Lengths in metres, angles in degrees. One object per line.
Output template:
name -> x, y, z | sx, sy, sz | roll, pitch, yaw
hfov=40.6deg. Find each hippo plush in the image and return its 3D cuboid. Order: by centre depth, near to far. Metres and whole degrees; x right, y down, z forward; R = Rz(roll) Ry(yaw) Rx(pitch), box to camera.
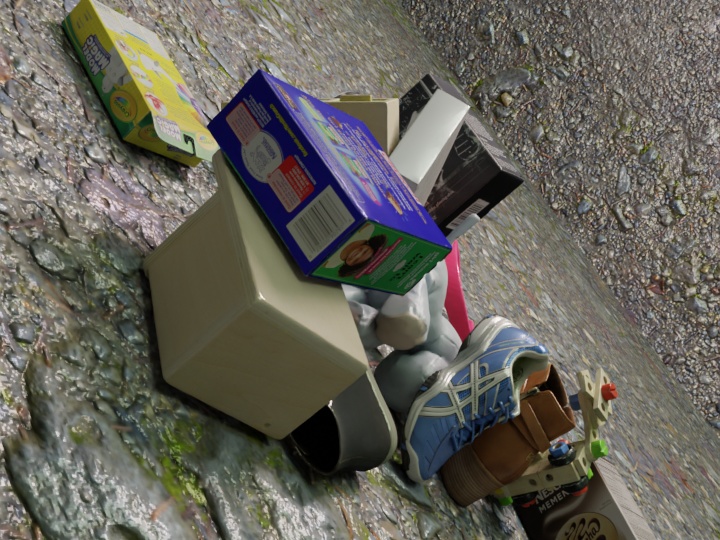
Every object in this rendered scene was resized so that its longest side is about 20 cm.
hippo plush -> 0.038, 0.059, 1.047 | 0.200, 0.158, 0.162 | -56, 139, -41

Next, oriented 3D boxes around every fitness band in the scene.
fitness band -> 0.129, 0.035, 1.325 | 0.200, 0.037, 0.145 | -73, 154, -75

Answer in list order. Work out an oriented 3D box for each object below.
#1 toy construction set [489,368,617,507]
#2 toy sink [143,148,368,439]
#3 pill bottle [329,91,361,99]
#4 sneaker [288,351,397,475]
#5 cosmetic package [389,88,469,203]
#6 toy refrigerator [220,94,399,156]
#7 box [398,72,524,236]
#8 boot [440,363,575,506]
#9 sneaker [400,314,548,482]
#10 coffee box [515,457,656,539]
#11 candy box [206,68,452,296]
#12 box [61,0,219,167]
toy construction set -> 0.208, 0.196, 1.087 | 0.092, 0.200, 0.131 | 49, 33, -1
toy sink -> -0.096, 0.018, 0.812 | 0.130, 0.112, 0.201 | 36, 23, -40
pill bottle -> 0.012, -0.156, 1.430 | 0.201, 0.106, 0.106 | 56, 19, 16
sneaker -> -0.043, 0.085, 0.861 | 0.201, 0.075, 0.106 | 57, 17, 18
cosmetic package -> 0.055, -0.102, 1.193 | 0.051, 0.200, 0.151 | 28, 54, 4
toy refrigerator -> -0.058, -0.172, 1.146 | 0.076, 0.198, 0.071 | -44, 135, -72
box -> 0.109, -0.158, 1.513 | 0.197, 0.200, 0.124 | 56, 20, 19
boot -> 0.143, 0.142, 1.064 | 0.077, 0.155, 0.201 | 40, 20, -29
sneaker -> 0.113, 0.131, 0.979 | 0.077, 0.200, 0.076 | 24, -24, 37
coffee box -> 0.269, 0.316, 1.091 | 0.080, 0.113, 0.201 | 32, 24, -43
candy box -> -0.020, -0.071, 0.867 | 0.170, 0.077, 0.200 | 56, 19, 20
box -> -0.224, -0.187, 1.023 | 0.201, 0.048, 0.117 | 56, 18, 26
